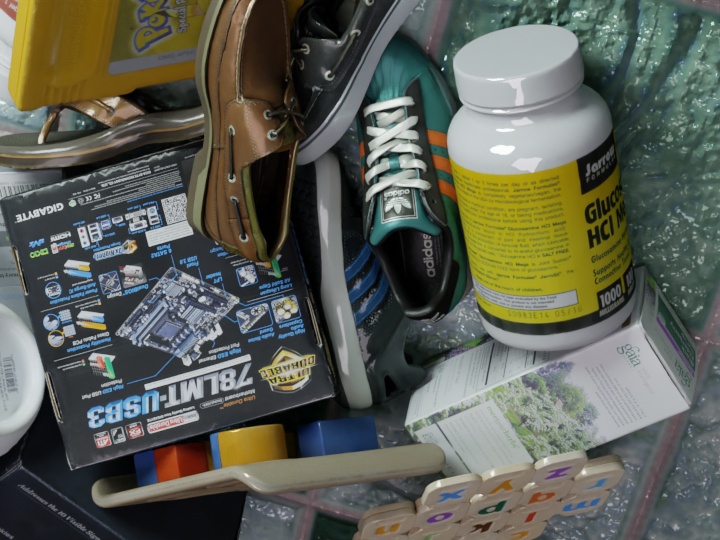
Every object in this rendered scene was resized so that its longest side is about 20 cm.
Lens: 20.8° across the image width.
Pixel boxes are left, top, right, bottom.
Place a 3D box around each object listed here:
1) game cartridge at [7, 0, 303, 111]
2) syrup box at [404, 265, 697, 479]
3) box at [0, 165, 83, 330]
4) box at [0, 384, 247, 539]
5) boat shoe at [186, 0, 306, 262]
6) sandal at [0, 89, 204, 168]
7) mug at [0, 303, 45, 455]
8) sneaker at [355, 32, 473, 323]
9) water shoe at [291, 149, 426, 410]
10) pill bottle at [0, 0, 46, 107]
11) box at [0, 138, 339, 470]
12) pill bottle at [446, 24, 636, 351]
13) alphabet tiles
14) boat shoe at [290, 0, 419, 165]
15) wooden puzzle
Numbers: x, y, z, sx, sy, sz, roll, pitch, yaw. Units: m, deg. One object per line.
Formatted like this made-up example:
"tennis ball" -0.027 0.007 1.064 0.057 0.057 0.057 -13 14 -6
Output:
"game cartridge" -0.121 -0.186 1.251 0.199 0.033 0.177 -16 146 -28
"syrup box" 0.138 0.083 1.418 0.199 0.082 0.079 -26 114 24
"box" -0.268 0.007 1.486 0.154 0.041 0.202 -3 119 14
"box" -0.230 0.201 1.519 0.200 0.125 0.196 39 128 -23
"boat shoe" -0.064 -0.100 1.286 0.068 0.072 0.201 31 131 32
"sandal" -0.168 -0.110 1.376 0.198 0.082 0.055 -10 99 17
"mug" -0.317 0.057 1.413 0.174 0.147 0.202 -10 76 37
"sneaker" 0.034 -0.062 1.339 0.071 0.080 0.202 -11 102 17
"water shoe" 0.000 0.000 1.419 0.078 0.071 0.202 -15 113 -17
"pill bottle" -0.190 -0.208 1.299 0.112 0.112 0.200 33 121 -9
"box" -0.134 0.019 1.385 0.198 0.050 0.200 -16 91 3
"pill bottle" 0.120 -0.056 1.320 0.111 0.113 0.201 -5 120 15
"alphabet tiles" 0.092 0.174 1.443 0.198 0.015 0.196 -11 157 -11
"boat shoe" -0.017 -0.160 1.309 0.056 0.069 0.201 12 123 -38
"wooden puzzle" -0.068 0.135 1.406 0.199 0.184 0.047 -11 83 48
